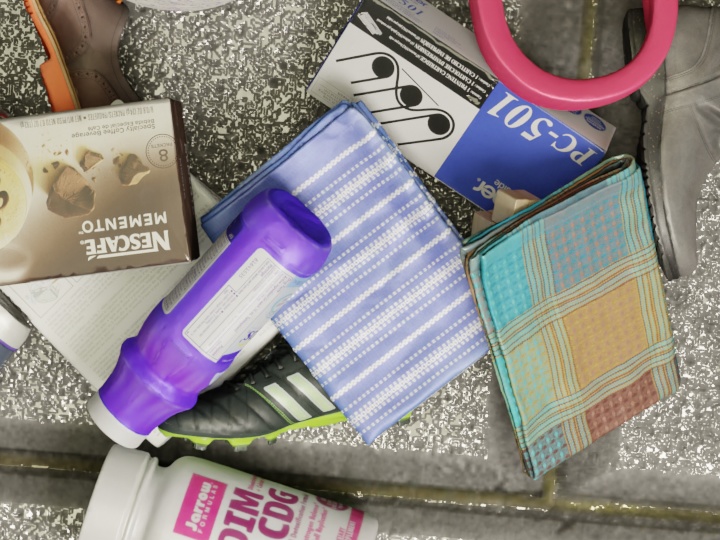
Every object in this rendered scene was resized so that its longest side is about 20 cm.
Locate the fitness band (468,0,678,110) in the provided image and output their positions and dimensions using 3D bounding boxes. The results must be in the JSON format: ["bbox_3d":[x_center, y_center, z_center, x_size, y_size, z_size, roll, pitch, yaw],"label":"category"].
[{"bbox_3d":[0.142,-0.209,1.447,0.143,0.037,0.201,-7,80,-7],"label":"fitness band"}]

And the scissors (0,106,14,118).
[{"bbox_3d":[-0.237,-0.101,1.476,0.073,0.014,0.200,-36,92,6],"label":"scissors"}]

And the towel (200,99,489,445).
[{"bbox_3d":[0.000,0.000,1.456,0.145,0.024,0.200,-37,92,7],"label":"towel"}]

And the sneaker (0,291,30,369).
[{"bbox_3d":[-0.351,0.031,1.510,0.200,0.081,0.146,44,91,-9],"label":"sneaker"}]

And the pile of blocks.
[{"bbox_3d":[0.138,0.007,1.487,0.082,0.062,0.200,-39,126,-13],"label":"pile of blocks"}]

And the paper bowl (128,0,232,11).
[{"bbox_3d":[-0.117,-0.282,1.432,0.199,0.104,0.202,1,88,-16],"label":"paper bowl"}]

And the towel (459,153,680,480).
[{"bbox_3d":[0.151,0.034,1.455,0.146,0.022,0.201,-29,123,-19],"label":"towel"}]

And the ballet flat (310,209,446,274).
[{"bbox_3d":[0.028,-0.018,1.504,0.199,0.076,0.064,29,63,-7],"label":"ballet flat"}]

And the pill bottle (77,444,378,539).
[{"bbox_3d":[-0.097,0.199,1.504,0.199,0.113,0.114,18,96,0],"label":"pill bottle"}]

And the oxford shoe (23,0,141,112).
[{"bbox_3d":[-0.204,-0.193,1.493,0.072,0.071,0.201,-16,104,-4],"label":"oxford shoe"}]

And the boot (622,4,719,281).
[{"bbox_3d":[0.259,-0.097,1.484,0.131,0.070,0.201,-6,95,1],"label":"boot"}]

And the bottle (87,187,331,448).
[{"bbox_3d":[-0.105,0.035,1.423,0.065,0.084,0.200,42,102,-1],"label":"bottle"}]

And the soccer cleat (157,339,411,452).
[{"bbox_3d":[-0.050,0.079,1.499,0.199,0.067,0.082,-8,99,-19],"label":"soccer cleat"}]

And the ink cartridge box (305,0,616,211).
[{"bbox_3d":[0.070,-0.114,1.484,0.199,0.044,0.094,34,122,-2],"label":"ink cartridge box"}]

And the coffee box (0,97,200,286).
[{"bbox_3d":[-0.215,-0.050,1.430,0.199,0.080,0.114,-6,93,0],"label":"coffee box"}]

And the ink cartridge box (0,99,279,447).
[{"bbox_3d":[-0.158,0.002,1.516,0.162,0.050,0.200,-43,94,6],"label":"ink cartridge box"}]
